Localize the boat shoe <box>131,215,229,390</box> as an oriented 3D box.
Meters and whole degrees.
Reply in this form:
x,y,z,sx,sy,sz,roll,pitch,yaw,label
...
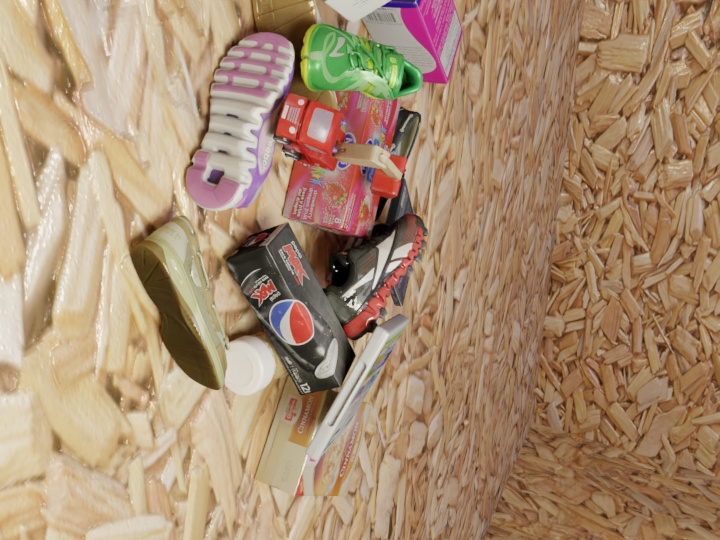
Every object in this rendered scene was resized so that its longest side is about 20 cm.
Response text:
x,y,z,sx,sy,sz,roll,pitch,yaw,label
-0.174,0.041,0.734,0.063,0.072,0.203,-49,136,-39,boat shoe

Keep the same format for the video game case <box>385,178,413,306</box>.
x,y,z,sx,sy,sz,roll,pitch,yaw,label
0.065,-0.041,1.162,0.200,0.019,0.145,66,36,-66,video game case

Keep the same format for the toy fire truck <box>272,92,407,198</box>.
x,y,z,sx,sy,sz,roll,pitch,yaw,label
-0.016,-0.135,0.795,0.200,0.139,0.049,58,50,-88,toy fire truck

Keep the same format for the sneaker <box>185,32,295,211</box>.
x,y,z,sx,sy,sz,roll,pitch,yaw,label
-0.120,-0.154,0.759,0.088,0.080,0.203,31,78,-72,sneaker

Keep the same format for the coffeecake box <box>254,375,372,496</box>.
x,y,z,sx,sy,sz,roll,pitch,yaw,label
-0.065,0.260,1.080,0.200,0.072,0.156,39,67,-63,coffeecake box

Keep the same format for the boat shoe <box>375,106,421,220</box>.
x,y,z,sx,sy,sz,roll,pitch,yaw,label
0.046,-0.170,1.130,0.075,0.060,0.203,26,78,-66,boat shoe

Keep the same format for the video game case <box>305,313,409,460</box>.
x,y,z,sx,sy,sz,roll,pitch,yaw,label
0.001,0.147,0.937,0.184,0.022,0.200,-60,171,6,video game case

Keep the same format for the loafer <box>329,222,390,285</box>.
x,y,z,sx,sy,sz,roll,pitch,yaw,label
0.000,0.000,0.984,0.072,0.072,0.201,53,48,-32,loafer

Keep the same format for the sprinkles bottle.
x,y,z,sx,sy,sz,roll,pitch,yaw,label
-0.103,0.104,0.923,0.199,0.067,0.069,-17,117,-63,sprinkles bottle

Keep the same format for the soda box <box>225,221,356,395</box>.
x,y,z,sx,sy,sz,roll,pitch,yaw,label
-0.080,0.049,0.852,0.202,0.063,0.071,63,28,-19,soda box

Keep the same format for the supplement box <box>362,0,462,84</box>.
x,y,z,sx,sy,sz,roll,pitch,yaw,label
0.077,-0.378,1.048,0.200,0.100,0.105,47,59,-63,supplement box

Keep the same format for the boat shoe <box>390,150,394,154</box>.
x,y,z,sx,sy,sz,roll,pitch,yaw,label
0.020,-0.200,1.027,0.068,0.083,0.203,19,86,-54,boat shoe

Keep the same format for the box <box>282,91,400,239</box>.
x,y,z,sx,sy,sz,roll,pitch,yaw,label
-0.023,-0.152,0.942,0.099,0.094,0.203,15,88,-66,box

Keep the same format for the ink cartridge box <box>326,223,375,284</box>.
x,y,z,sx,sy,sz,roll,pitch,yaw,label
-0.005,-0.007,1.112,0.110,0.050,0.201,-64,152,-26,ink cartridge box

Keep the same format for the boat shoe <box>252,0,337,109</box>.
x,y,z,sx,sy,sz,roll,pitch,yaw,label
-0.075,-0.272,0.816,0.070,0.070,0.202,-89,167,-56,boat shoe

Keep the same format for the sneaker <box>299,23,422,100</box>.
x,y,z,sx,sy,sz,roll,pitch,yaw,label
0.005,-0.234,0.791,0.199,0.083,0.075,-12,109,-54,sneaker

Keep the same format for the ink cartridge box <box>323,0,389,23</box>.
x,y,z,sx,sy,sz,roll,pitch,yaw,label
-0.041,-0.373,0.737,0.199,0.083,0.147,1,66,-66,ink cartridge box

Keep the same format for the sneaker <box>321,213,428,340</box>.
x,y,z,sx,sy,sz,roll,pitch,yaw,label
0.016,-0.011,0.921,0.098,0.071,0.201,40,64,-13,sneaker
